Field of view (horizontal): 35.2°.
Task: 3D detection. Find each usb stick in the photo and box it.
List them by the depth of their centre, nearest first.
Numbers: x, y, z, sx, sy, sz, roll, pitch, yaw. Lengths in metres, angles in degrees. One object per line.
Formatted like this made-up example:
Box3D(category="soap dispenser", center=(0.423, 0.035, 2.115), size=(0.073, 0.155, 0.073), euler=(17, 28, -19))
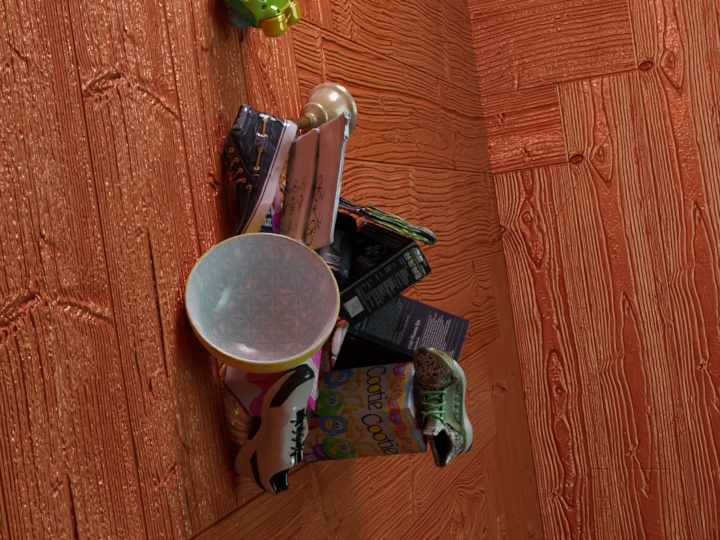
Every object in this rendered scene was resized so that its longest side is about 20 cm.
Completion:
Box3D(category="usb stick", center=(-0.036, -0.037, 1.743), size=(0.200, 0.055, 0.033), euler=(-81, -162, -62))

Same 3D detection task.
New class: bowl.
Box3D(category="bowl", center=(-0.132, 0.060, 1.506), size=(0.108, 0.200, 0.200), euler=(104, -9, -57))

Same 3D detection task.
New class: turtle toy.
Box3D(category="turtle toy", center=(-0.157, -0.434, 1.728), size=(0.200, 0.101, 0.146), euler=(-62, 141, -62))

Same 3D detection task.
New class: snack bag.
Box3D(category="snack bag", center=(-0.069, -0.111, 1.568), size=(0.200, 0.021, 0.189), euler=(169, -70, -66))

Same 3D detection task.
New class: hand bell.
Box3D(category="hand bell", center=(-0.095, -0.248, 1.908), size=(0.200, 0.104, 0.104), euler=(-34, 116, -57))

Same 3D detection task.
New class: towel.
Box3D(category="towel", center=(0.019, -0.086, 1.737), size=(0.143, 0.200, 0.023), euler=(21, 93, -28))

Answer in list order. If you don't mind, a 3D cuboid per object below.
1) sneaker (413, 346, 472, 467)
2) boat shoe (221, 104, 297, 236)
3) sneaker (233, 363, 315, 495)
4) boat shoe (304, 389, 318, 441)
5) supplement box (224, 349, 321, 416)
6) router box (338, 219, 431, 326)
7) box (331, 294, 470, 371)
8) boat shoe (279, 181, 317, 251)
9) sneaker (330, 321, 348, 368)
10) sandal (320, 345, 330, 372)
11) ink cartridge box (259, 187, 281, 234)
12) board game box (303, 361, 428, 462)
Box3D(category="sneaker", center=(0.120, 0.211, 1.713), size=(0.089, 0.077, 0.200), euler=(-52, 129, -57))
Box3D(category="boat shoe", center=(-0.165, -0.139, 1.636), size=(0.071, 0.091, 0.201), euler=(144, -35, -67))
Box3D(category="sneaker", center=(-0.097, 0.212, 1.508), size=(0.074, 0.080, 0.200), euler=(-17, 138, -51))
Box3D(category="boat shoe", center=(-0.108, 0.211, 1.680), size=(0.201, 0.074, 0.063), euler=(-85, -164, -62))
Box3D(category="supplement box", center=(-0.117, 0.095, 1.626), size=(0.103, 0.101, 0.200), euler=(63, 26, -48))
Box3D(category="router box", center=(0.000, 0.000, 1.769), size=(0.062, 0.150, 0.200), euler=(60, -13, -22))
Box3D(category="box", center=(0.059, 0.136, 1.858), size=(0.200, 0.182, 0.104), euler=(111, -1, -56))
Box3D(category="boat shoe", center=(-0.100, -0.083, 1.786), size=(0.073, 0.063, 0.201), euler=(61, -19, 23))
Box3D(category="sneaker", center=(0.002, 0.185, 1.976), size=(0.076, 0.092, 0.200), euler=(38, 46, -66))
Box3D(category="sandal", center=(-0.069, 0.091, 1.831), size=(0.078, 0.069, 0.212), euler=(-77, 153, -49))
Box3D(category="ink cartridge box", center=(-0.152, -0.108, 1.718), size=(0.095, 0.037, 0.200), euler=(9, 76, -73))
Box3D(category="board game box", center=(0.000, 0.222, 1.776), size=(0.105, 0.200, 0.103), euler=(-77, 153, -49))
